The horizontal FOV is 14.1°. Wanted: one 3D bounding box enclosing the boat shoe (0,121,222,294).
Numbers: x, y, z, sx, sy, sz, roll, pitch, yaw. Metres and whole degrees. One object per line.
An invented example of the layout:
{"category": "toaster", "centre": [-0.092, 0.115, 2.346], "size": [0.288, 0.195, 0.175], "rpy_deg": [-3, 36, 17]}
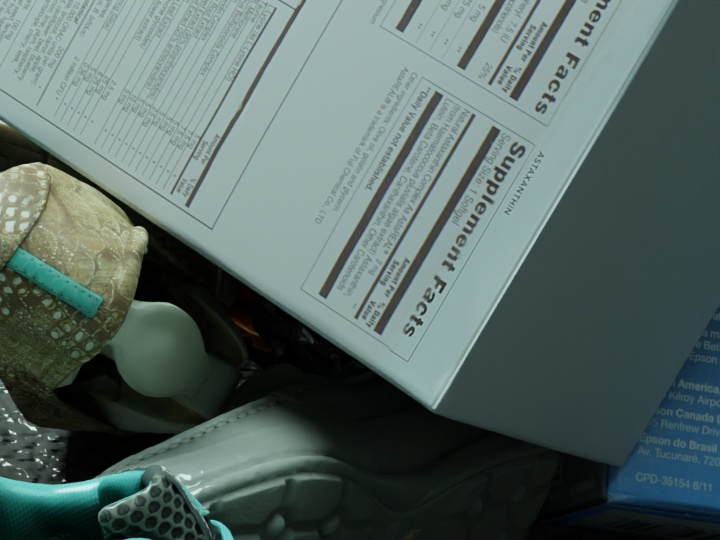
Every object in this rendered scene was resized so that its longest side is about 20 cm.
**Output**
{"category": "boat shoe", "centre": [-0.134, -0.031, 0.975], "size": [0.200, 0.072, 0.065], "rpy_deg": [15, 22, 13]}

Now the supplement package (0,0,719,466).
{"category": "supplement package", "centre": [0.011, -0.063, 0.848], "size": [0.200, 0.151, 0.152], "rpy_deg": [33, 5, 26]}

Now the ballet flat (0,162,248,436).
{"category": "ballet flat", "centre": [-0.070, 0.021, 0.840], "size": [0.065, 0.071, 0.200], "rpy_deg": [31, -1, 14]}

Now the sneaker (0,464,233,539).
{"category": "sneaker", "centre": [-0.046, 0.093, 0.706], "size": [0.200, 0.091, 0.078], "rpy_deg": [15, 23, -3]}

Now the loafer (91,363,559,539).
{"category": "loafer", "centre": [-0.020, 0.063, 0.830], "size": [0.070, 0.070, 0.200], "rpy_deg": [34, 19, 28]}

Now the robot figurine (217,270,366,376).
{"category": "robot figurine", "centre": [0.000, 0.000, 1.002], "size": [0.200, 0.058, 0.145], "rpy_deg": [29, 24, 31]}

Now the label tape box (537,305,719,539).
{"category": "label tape box", "centre": [0.143, -0.009, 0.943], "size": [0.144, 0.201, 0.063], "rpy_deg": [10, -14, -14]}
